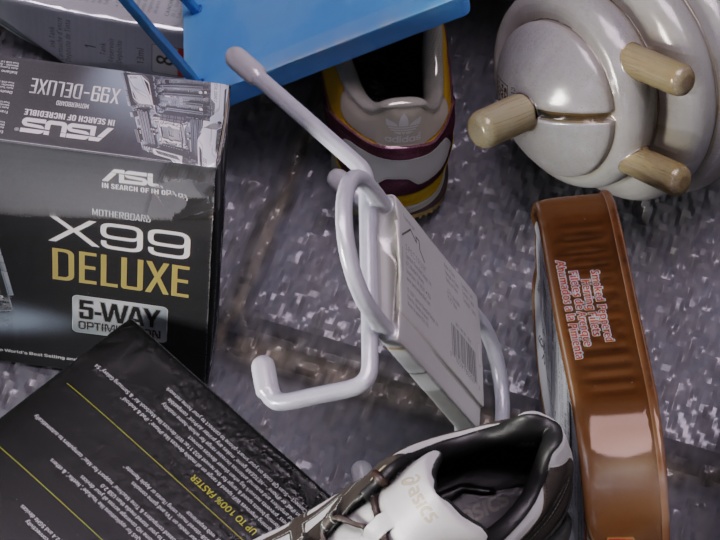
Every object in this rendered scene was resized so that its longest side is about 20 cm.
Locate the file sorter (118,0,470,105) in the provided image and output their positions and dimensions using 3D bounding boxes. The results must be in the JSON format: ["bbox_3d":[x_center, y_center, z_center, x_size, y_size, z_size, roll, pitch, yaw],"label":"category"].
[{"bbox_3d":[-0.045,-0.200,1.355,0.139,0.123,0.200,-20,50,19],"label":"file sorter"}]

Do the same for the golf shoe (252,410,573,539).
[{"bbox_3d":[-0.001,0.112,1.169,0.200,0.095,0.078,-31,69,-23],"label":"golf shoe"}]

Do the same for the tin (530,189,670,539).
[{"bbox_3d":[0.100,0.054,1.268,0.042,0.112,0.200,-8,44,1],"label":"tin"}]

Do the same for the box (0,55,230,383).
[{"bbox_3d":[-0.157,-0.025,1.283,0.199,0.158,0.050,8,53,0],"label":"box"}]

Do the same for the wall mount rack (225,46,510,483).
[{"bbox_3d":[0.000,0.000,1.273,0.074,0.200,0.174,-12,60,18],"label":"wall mount rack"}]

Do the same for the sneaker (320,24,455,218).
[{"bbox_3d":[0.008,-0.124,1.412,0.075,0.090,0.200,-8,55,-11],"label":"sneaker"}]

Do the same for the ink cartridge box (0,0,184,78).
[{"bbox_3d":[-0.144,-0.174,1.470,0.200,0.050,0.162,10,53,9],"label":"ink cartridge box"}]

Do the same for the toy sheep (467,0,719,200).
[{"bbox_3d":[0.131,-0.094,1.376,0.200,0.138,0.138,-17,55,-36],"label":"toy sheep"}]

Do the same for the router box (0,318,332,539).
[{"bbox_3d":[-0.081,0.132,1.235,0.200,0.051,0.149,40,60,21],"label":"router box"}]
